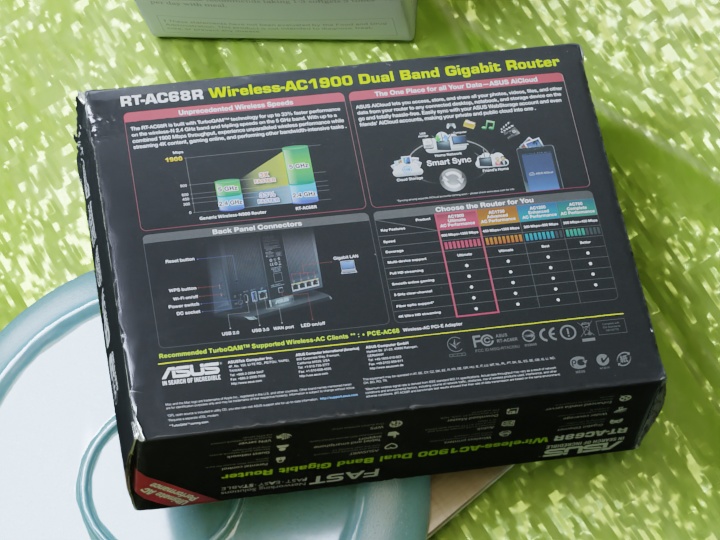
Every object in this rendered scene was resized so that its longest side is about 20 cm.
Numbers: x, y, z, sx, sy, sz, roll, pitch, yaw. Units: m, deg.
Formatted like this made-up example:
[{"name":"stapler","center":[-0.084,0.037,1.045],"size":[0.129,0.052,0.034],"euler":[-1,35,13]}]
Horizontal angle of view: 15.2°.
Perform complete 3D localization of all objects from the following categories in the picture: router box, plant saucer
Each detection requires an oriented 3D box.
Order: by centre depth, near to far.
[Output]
[{"name":"router box","center":[0.000,0.000,1.009],"size":[0.199,0.062,0.150],"euler":[-6,61,-10]},{"name":"plant saucer","center":[-0.073,0.084,1.030],"size":[0.199,0.027,0.201],"euler":[-2,72,7]}]

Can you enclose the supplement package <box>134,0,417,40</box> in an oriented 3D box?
[{"name":"supplement package","center":[-0.042,-0.182,1.043],"size":[0.116,0.200,0.118],"euler":[2,71,9]}]

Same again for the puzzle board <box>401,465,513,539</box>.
[{"name":"puzzle board","center":[-0.022,0.051,1.057],"size":[0.200,0.017,0.151],"euler":[-40,71,-6]}]
